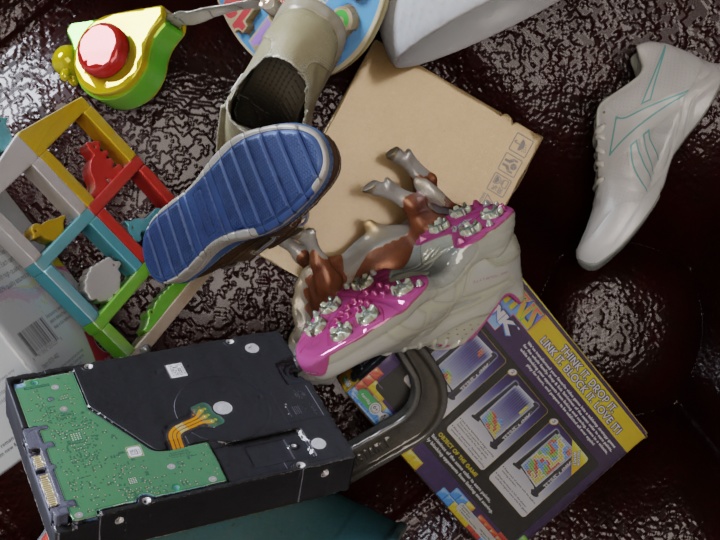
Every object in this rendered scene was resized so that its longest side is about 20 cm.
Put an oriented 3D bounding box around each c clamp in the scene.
[{"bbox_3d":[-0.040,0.093,0.934,0.199,0.027,0.172,-25,104,1],"label":"c clamp"}]

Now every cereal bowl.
[{"bbox_3d":[0.097,-0.231,0.923,0.199,0.200,0.084,-26,92,-4],"label":"cereal bowl"}]

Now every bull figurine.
[{"bbox_3d":[0.000,0.000,0.962,0.200,0.065,0.122,-35,111,-3],"label":"bull figurine"}]

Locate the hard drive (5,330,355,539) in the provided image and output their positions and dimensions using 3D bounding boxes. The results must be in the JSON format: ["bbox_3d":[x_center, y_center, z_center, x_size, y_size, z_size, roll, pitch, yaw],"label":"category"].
[{"bbox_3d":[-0.121,0.109,0.819,0.199,0.140,0.038,-9,129,-27],"label":"hard drive"}]

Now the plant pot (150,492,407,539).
[{"bbox_3d":[-0.097,0.215,0.863,0.187,0.200,0.201,30,90,9],"label":"plant pot"}]

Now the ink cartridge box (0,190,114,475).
[{"bbox_3d":[-0.276,0.030,0.918,0.083,0.146,0.200,-35,96,15],"label":"ink cartridge box"}]

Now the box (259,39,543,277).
[{"bbox_3d":[0.032,-0.062,1.012,0.163,0.021,0.201,29,90,-6],"label":"box"}]

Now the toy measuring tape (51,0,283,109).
[{"bbox_3d":[-0.150,-0.163,0.944,0.199,0.074,0.074,-4,94,21],"label":"toy measuring tape"}]

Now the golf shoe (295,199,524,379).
[{"bbox_3d":[0.045,0.031,0.894,0.199,0.075,0.092,-34,118,-21],"label":"golf shoe"}]

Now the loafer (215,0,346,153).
[{"bbox_3d":[-0.073,-0.113,0.929,0.075,0.068,0.201,28,133,6],"label":"loafer"}]

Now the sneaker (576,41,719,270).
[{"bbox_3d":[0.218,-0.095,1.013,0.080,0.070,0.201,28,84,2],"label":"sneaker"}]

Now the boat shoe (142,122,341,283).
[{"bbox_3d":[-0.077,-0.051,0.902,0.072,0.199,0.073,-8,76,-48],"label":"boat shoe"}]

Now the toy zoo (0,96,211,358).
[{"bbox_3d":[-0.206,-0.040,0.938,0.200,0.020,0.131,49,52,-16],"label":"toy zoo"}]

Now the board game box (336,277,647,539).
[{"bbox_3d":[0.106,0.108,1.000,0.165,0.057,0.200,-40,104,-2],"label":"board game box"}]

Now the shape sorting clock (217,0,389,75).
[{"bbox_3d":[-0.052,-0.243,0.923,0.039,0.199,0.201,-22,96,-40],"label":"shape sorting clock"}]

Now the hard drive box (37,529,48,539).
[{"bbox_3d":[-0.147,0.231,0.983,0.199,0.077,0.156,34,89,-6],"label":"hard drive box"}]
